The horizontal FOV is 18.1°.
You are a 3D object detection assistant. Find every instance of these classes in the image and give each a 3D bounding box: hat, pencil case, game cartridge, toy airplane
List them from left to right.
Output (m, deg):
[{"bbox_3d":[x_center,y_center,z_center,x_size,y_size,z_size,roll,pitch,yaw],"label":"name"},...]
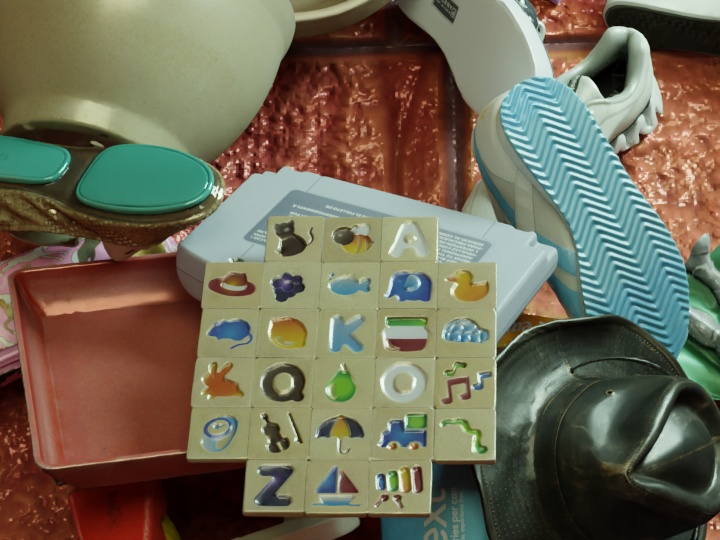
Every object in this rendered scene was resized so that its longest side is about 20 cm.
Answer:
[{"bbox_3d":[-0.200,0.028,1.410,0.200,0.083,0.087,-24,74,-13],"label":"pencil case"},{"bbox_3d":[-0.123,0.181,1.278,0.200,0.141,0.199,5,33,37],"label":"toy airplane"},{"bbox_3d":[0.000,0.000,1.331,0.199,0.042,0.133,16,40,22],"label":"game cartridge"},{"bbox_3d":[0.158,0.112,1.284,0.081,0.201,0.201,-11,44,48],"label":"hat"}]

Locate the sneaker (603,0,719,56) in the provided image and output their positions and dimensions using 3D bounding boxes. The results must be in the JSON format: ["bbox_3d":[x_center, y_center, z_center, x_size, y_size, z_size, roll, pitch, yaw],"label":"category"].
[{"bbox_3d":[0.271,-0.185,1.528,0.199,0.073,0.085,16,63,13],"label":"sneaker"}]

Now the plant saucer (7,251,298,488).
[{"bbox_3d":[-0.096,0.056,1.307,0.199,0.037,0.200,-6,34,-10],"label":"plant saucer"}]

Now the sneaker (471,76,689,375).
[{"bbox_3d":[0.135,-0.021,1.388,0.076,0.081,0.200,-25,90,-20],"label":"sneaker"}]

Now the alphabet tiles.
[{"bbox_3d":[-0.008,0.049,1.240,0.166,0.006,0.200,-1,52,5],"label":"alphabet tiles"}]

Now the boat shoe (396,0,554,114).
[{"bbox_3d":[0.090,-0.157,1.499,0.068,0.072,0.200,8,26,-30],"label":"boat shoe"}]

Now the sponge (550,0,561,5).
[{"bbox_3d":[0.157,-0.287,1.621,0.111,0.030,0.200,34,65,20],"label":"sponge"}]

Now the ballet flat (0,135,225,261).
[{"bbox_3d":[-0.164,-0.041,1.367,0.199,0.065,0.071,11,46,27],"label":"ballet flat"}]

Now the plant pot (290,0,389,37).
[{"bbox_3d":[-0.050,-0.235,1.552,0.200,0.093,0.201,0,65,0],"label":"plant pot"}]

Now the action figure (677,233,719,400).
[{"bbox_3d":[0.264,0.063,1.391,0.118,0.055,0.200,-39,68,-19],"label":"action figure"}]

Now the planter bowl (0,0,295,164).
[{"bbox_3d":[-0.154,-0.123,1.442,0.200,0.200,0.135,11,68,8],"label":"planter bowl"}]

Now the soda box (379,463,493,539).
[{"bbox_3d":[0.048,0.160,1.290,0.068,0.064,0.201,-3,79,7],"label":"soda box"}]

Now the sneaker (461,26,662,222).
[{"bbox_3d":[0.126,-0.079,1.466,0.075,0.081,0.200,30,65,17],"label":"sneaker"}]

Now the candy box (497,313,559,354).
[{"bbox_3d":[0.018,0.075,1.388,0.199,0.055,0.116,10,59,8],"label":"candy box"}]
